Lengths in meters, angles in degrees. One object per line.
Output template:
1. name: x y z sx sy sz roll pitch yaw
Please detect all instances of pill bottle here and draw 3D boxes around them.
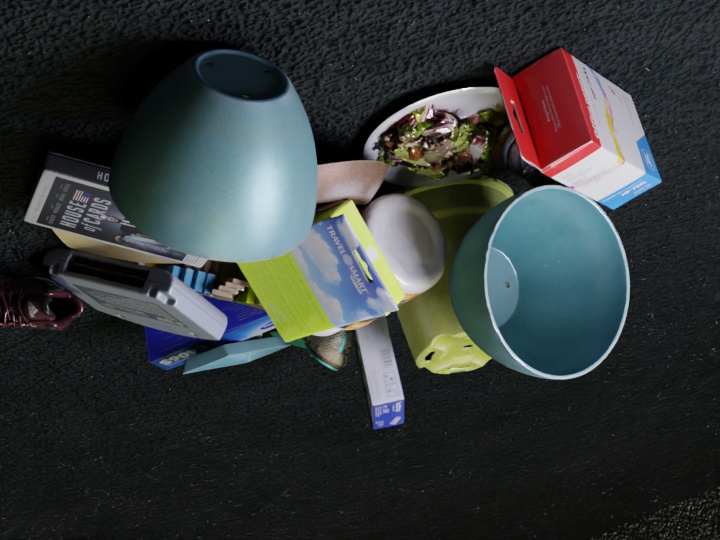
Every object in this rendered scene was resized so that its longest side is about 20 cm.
1. pill bottle: 0.000 0.000 1.569 0.115 0.118 0.199 5 157 -34

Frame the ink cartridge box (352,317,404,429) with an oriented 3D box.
1. ink cartridge box: 0.015 0.090 1.748 0.044 0.202 0.094 -11 156 -4

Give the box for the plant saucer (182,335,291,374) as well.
1. plant saucer: -0.153 0.103 1.720 0.069 0.019 0.200 -22 173 18

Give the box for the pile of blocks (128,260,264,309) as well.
1. pile of blocks: -0.169 -0.002 1.581 0.197 0.063 0.082 12 174 -4

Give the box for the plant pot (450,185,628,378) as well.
1. plant pot: 0.173 0.016 1.496 0.198 0.203 0.134 4 174 -33

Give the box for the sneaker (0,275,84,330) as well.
1. sneaker: -0.400 0.035 1.537 0.198 0.077 0.115 -3 -174 -41

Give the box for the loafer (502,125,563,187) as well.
1. loafer: 0.212 -0.117 1.529 0.072 0.063 0.200 -47 160 5

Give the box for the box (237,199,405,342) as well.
1. box: -0.041 0.002 1.479 0.199 0.123 0.048 -17 -162 48

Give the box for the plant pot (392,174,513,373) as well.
1. plant pot: 0.109 0.015 1.655 0.197 0.186 0.201 -10 156 -4

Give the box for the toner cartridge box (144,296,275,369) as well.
1. toner cartridge box: -0.172 0.043 1.686 0.198 0.096 0.043 -21 156 19

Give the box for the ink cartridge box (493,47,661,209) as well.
1. ink cartridge box: 0.227 -0.151 1.435 0.067 0.118 0.199 -29 152 29

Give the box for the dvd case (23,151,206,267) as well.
1. dvd case: -0.236 -0.059 1.407 0.198 0.025 0.150 14 158 -17

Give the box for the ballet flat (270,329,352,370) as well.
1. ballet flat: -0.057 0.077 1.815 0.067 0.076 0.200 29 176 -25

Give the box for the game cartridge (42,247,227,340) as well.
1. game cartridge: -0.251 0.029 1.560 0.198 0.042 0.133 11 165 33

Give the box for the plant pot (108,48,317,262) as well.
1. plant pot: -0.125 -0.123 1.270 0.198 0.201 0.136 -1 129 -25

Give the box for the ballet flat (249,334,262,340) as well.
1. ballet flat: -0.120 0.052 1.768 0.198 0.073 0.072 -18 155 13

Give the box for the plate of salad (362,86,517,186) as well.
1. plate of salad: 0.101 -0.134 1.495 0.197 0.049 0.201 -10 156 -5

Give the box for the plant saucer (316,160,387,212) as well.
1. plant saucer: -0.064 -0.076 1.481 0.198 0.037 0.200 -12 174 -1

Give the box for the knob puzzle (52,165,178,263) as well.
1. knob puzzle: -0.253 -0.059 1.487 0.216 0.031 0.220 6 156 2
